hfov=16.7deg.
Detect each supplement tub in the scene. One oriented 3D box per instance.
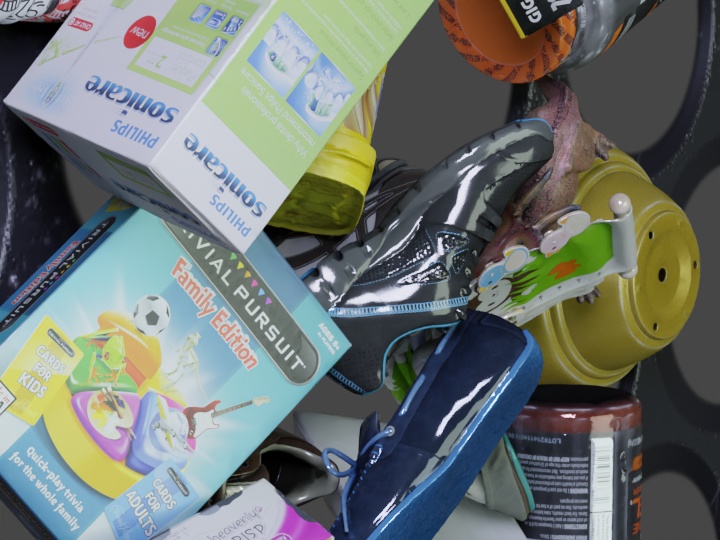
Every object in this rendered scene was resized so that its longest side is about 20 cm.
[{"bbox_3d":[0.145,-0.210,1.635,0.200,0.122,0.123,-40,124,-41],"label":"supplement tub"},{"bbox_3d":[0.141,0.183,1.689,0.107,0.107,0.200,-8,101,-51],"label":"supplement tub"}]

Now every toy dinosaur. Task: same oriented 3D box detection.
[{"bbox_3d":[0.118,-0.061,1.605,0.136,0.086,0.200,55,44,-70],"label":"toy dinosaur"}]

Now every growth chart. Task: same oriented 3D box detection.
[{"bbox_3d":[0.092,0.021,1.544,0.018,0.200,0.145,61,6,21],"label":"growth chart"}]

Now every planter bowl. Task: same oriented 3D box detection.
[{"bbox_3d":[0.185,0.001,1.741,0.200,0.083,0.201,-9,102,-51],"label":"planter bowl"}]

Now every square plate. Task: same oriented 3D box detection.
[{"bbox_3d":[0.052,0.181,1.551,0.200,0.028,0.198,14,39,-54],"label":"square plate"}]

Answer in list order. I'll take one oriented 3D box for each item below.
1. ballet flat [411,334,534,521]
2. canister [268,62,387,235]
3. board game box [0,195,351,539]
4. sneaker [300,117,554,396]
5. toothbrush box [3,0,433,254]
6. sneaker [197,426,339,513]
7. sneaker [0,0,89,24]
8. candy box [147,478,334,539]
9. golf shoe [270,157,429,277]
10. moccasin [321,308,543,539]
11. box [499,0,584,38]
[{"bbox_3d":[0.067,0.103,1.564,0.064,0.067,0.200,-22,143,-5],"label":"ballet flat"},{"bbox_3d":[-0.022,-0.135,1.424,0.149,0.086,0.200,109,-8,-78],"label":"canister"},{"bbox_3d":[-0.120,0.054,1.327,0.200,0.047,0.151,-47,116,-19],"label":"board game box"},{"bbox_3d":[0.045,-0.011,1.448,0.200,0.073,0.082,-41,89,-3],"label":"sneaker"},{"bbox_3d":[-0.066,-0.126,1.267,0.200,0.146,0.086,-54,130,-9],"label":"toothbrush box"},{"bbox_3d":[-0.094,0.121,1.409,0.200,0.075,0.071,-12,104,-51],"label":"sneaker"},{"bbox_3d":[-0.175,-0.227,1.272,0.108,0.067,0.202,-20,112,-52],"label":"sneaker"},{"bbox_3d":[-0.100,0.226,1.350,0.136,0.061,0.200,-26,143,-43],"label":"candy box"},{"bbox_3d":[0.000,0.000,1.501,0.200,0.094,0.078,-51,132,-33],"label":"golf shoe"},{"bbox_3d":[0.029,0.111,1.449,0.200,0.068,0.080,-50,155,-17],"label":"moccasin"},{"bbox_3d":[0.061,-0.257,1.488,0.160,0.049,0.200,53,11,-39],"label":"box"}]
